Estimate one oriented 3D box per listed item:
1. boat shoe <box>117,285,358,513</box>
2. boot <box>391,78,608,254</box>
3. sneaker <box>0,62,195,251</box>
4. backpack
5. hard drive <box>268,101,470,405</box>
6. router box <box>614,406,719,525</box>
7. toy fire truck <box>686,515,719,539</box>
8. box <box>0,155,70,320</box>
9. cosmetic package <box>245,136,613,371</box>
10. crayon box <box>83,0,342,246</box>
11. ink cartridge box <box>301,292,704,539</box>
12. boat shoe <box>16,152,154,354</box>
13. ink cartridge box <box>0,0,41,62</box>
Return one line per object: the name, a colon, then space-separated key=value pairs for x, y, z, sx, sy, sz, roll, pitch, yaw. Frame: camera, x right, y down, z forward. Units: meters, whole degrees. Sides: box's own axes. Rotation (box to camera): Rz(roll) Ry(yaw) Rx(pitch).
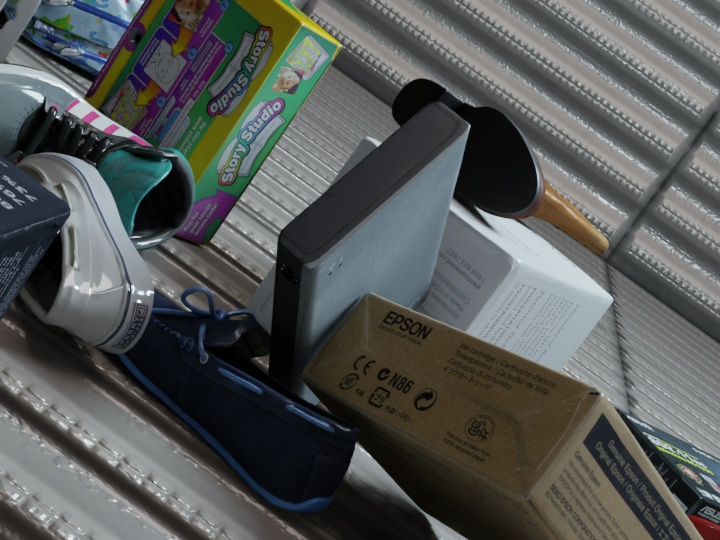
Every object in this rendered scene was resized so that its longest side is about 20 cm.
boat shoe: x=-0.076 y=0.058 z=0.863 sx=0.200 sy=0.069 sz=0.084 roll=39 pitch=12 yaw=17
boot: x=0.131 y=-0.056 z=1.152 sx=0.200 sy=0.069 sz=0.188 roll=35 pitch=0 yaw=-39
sneaker: x=-0.194 y=-0.075 z=1.038 sx=0.200 sy=0.084 sz=0.121 roll=26 pitch=5 yaw=-42
backpack: x=-0.280 y=-0.275 z=1.473 sx=0.199 sy=0.155 sz=0.163 roll=8 pitch=18 yaw=-17
hard drive: x=0.000 y=0.000 z=0.902 sx=0.033 sy=0.140 sz=0.200 roll=39 pitch=-26 yaw=16
router box: x=0.316 y=0.218 z=1.349 sx=0.199 sy=0.062 sz=0.150 roll=27 pitch=13 yaw=-35
toy fire truck: x=0.218 y=0.237 z=0.946 sx=0.200 sy=0.112 sz=0.168 roll=34 pitch=-12 yaw=-10
box: x=-0.236 y=-0.016 z=0.619 sx=0.148 sy=0.105 sz=0.200 roll=36 pitch=12 yaw=2
cosmetic package: x=0.056 y=0.026 z=1.121 sx=0.167 sy=0.167 sz=0.200 roll=41 pitch=12 yaw=28
crayon box: x=-0.133 y=-0.152 z=1.201 sx=0.173 sy=0.200 sz=0.058 roll=44 pitch=14 yaw=36
ink cartridge box: x=0.082 y=0.111 z=0.850 sx=0.200 sy=0.075 sz=0.165 roll=23 pitch=-21 yaw=47
boat shoe: x=-0.188 y=-0.019 z=0.866 sx=0.066 sy=0.072 sz=0.200 roll=20 pitch=22 yaw=-37
ink cartridge box: x=-0.360 y=-0.266 z=1.228 sx=0.200 sy=0.116 sz=0.067 roll=34 pitch=11 yaw=-7
